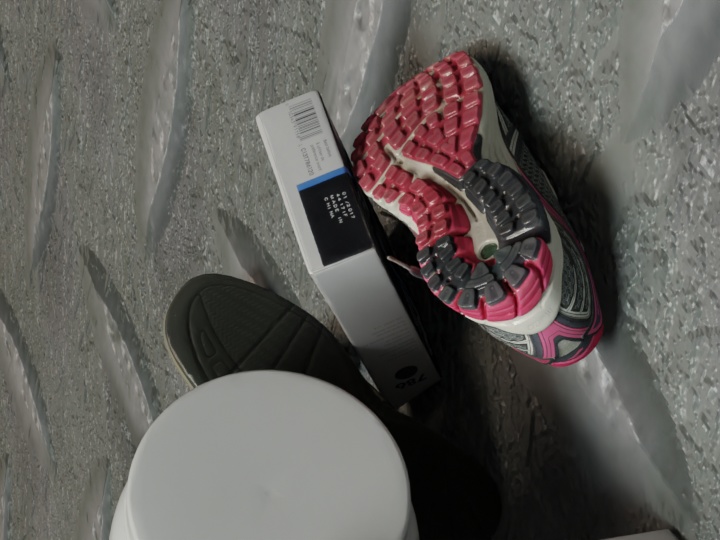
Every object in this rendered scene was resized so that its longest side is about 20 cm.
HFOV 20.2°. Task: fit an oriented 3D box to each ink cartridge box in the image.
[{"bbox_3d":[0.000,0.000,1.053,0.200,0.039,0.100,65,-176,-61],"label":"ink cartridge box"}]

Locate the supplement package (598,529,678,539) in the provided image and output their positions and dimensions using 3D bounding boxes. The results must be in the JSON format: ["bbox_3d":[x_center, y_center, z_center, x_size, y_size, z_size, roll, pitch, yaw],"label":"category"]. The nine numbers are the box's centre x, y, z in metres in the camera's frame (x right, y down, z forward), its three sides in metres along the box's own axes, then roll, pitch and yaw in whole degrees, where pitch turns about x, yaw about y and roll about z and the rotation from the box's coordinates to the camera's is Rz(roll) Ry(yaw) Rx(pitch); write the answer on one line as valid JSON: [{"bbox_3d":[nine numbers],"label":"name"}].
[{"bbox_3d":[0.063,0.199,0.825,0.120,0.199,0.122,-131,42,-52],"label":"supplement package"}]

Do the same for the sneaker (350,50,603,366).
[{"bbox_3d":[0.053,-0.029,0.954,0.080,0.075,0.201,-37,38,15],"label":"sneaker"}]

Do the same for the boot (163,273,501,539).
[{"bbox_3d":[-0.034,0.088,1.072,0.074,0.203,0.154,-55,10,-19],"label":"boot"}]

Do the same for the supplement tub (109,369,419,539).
[{"bbox_3d":[-0.046,0.150,0.940,0.201,0.139,0.141,97,155,-55],"label":"supplement tub"}]
